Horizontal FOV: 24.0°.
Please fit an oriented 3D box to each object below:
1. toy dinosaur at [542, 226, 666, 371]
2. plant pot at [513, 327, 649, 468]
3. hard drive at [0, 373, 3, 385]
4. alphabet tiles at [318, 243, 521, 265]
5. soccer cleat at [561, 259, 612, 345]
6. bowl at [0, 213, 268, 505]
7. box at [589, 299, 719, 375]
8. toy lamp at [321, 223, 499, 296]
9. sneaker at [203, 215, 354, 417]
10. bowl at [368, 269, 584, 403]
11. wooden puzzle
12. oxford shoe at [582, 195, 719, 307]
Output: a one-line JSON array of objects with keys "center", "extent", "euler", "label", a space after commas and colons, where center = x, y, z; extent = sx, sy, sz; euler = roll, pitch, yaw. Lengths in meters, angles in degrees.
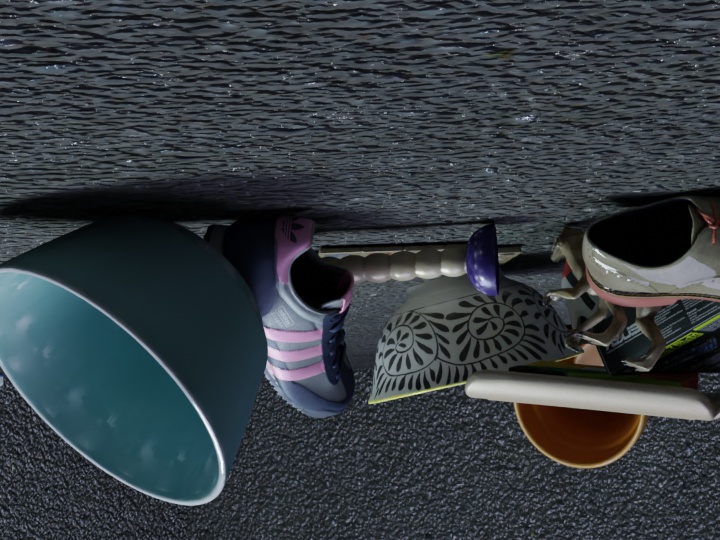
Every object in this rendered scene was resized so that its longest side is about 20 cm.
[{"center": [0.192, 0.012, 1.170], "extent": [0.199, 0.102, 0.058], "euler": [13, 165, 42], "label": "toy dinosaur"}, {"center": [0.348, 0.169, 2.518], "extent": [0.198, 0.202, 0.183], "euler": [-5, -170, 25], "label": "plant pot"}, {"center": [-0.801, 0.213, 3.235], "extent": [0.198, 0.026, 0.131], "euler": [2, 173, -35], "label": "hard drive"}, {"center": [0.028, -0.009, 1.401], "extent": [0.198, 0.006, 0.166], "euler": [-2, 174, -4], "label": "alphabet tiles"}, {"center": [0.218, 0.016, 1.321], "extent": [0.068, 0.086, 0.200], "euler": [0, 174, -23], "label": "soccer cleat"}, {"center": [-0.138, 0.042, 1.085], "extent": [0.200, 0.201, 0.105], "euler": [-9, -146, 52], "label": "bowl"}, {"center": [0.300, 0.018, 1.252], "extent": [0.192, 0.048, 0.199], "euler": [5, 149, -47], "label": "box"}, {"center": [0.000, 0.000, 1.220], "extent": [0.198, 0.059, 0.058], "euler": [-2, 175, 8], "label": "toy lamp"}, {"center": [-0.032, 0.036, 1.164], "extent": [0.081, 0.071, 0.200], "euler": [-11, 142, 20], "label": "sneaker"}, {"center": [0.093, 0.051, 1.512], "extent": [0.199, 0.095, 0.201], "euler": [-12, 177, -1], "label": "bowl"}, {"center": [0.190, 0.091, 1.320], "extent": [0.183, 0.038, 0.200], "euler": [4, 176, 17], "label": "wooden puzzle"}, {"center": [0.241, -0.016, 1.100], "extent": [0.198, 0.071, 0.075], "euler": [-10, 158, 13], "label": "oxford shoe"}]
